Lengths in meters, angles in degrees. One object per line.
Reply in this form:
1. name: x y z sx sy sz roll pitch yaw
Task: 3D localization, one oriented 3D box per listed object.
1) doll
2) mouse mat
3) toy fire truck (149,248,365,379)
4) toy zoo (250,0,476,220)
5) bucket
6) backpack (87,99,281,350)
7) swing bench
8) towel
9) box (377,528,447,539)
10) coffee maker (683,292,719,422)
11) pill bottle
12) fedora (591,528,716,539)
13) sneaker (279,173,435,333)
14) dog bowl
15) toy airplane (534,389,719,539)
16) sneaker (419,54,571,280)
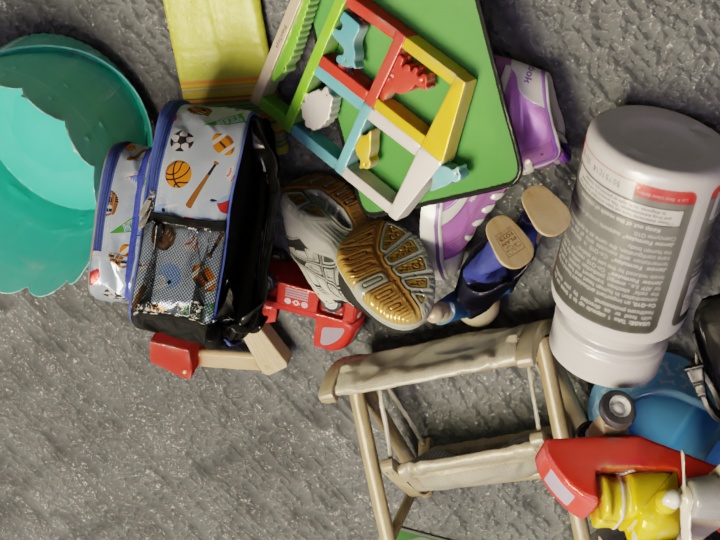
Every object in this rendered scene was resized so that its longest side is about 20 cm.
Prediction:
1. doll: 0.107 0.001 1.031 0.049 0.136 0.200 48 163 10
2. mouse mat: 0.038 -0.150 0.987 0.159 0.007 0.203 -10 98 37
3. toy fire truck: -0.095 0.049 1.178 0.197 0.049 0.143 15 124 8
4. toy zoo: 0.009 -0.133 0.996 0.199 0.020 0.132 39 123 19
5. bucket: -0.285 -0.099 1.098 0.204 0.135 0.210 9 124 13
6. backpack: -0.134 -0.041 1.032 0.152 0.200 0.194 15 88 -1
7. swing bench: 0.097 0.142 1.128 0.196 0.130 0.203 -11 111 24
8. towel: -0.116 -0.188 1.063 0.085 0.018 0.203 -2 119 13
9. box: 0.097 0.374 1.284 0.197 0.097 0.179 12 123 11
10. coffee maker: 0.364 0.052 0.943 0.198 0.192 0.136 -23 103 27
11. pill bottle: 0.214 -0.016 0.999 0.112 0.114 0.202 15 124 9
12. fedora: 0.273 0.293 1.180 0.196 0.091 0.179 8 124 5
13. sneaker: 0.000 0.000 1.063 0.075 0.200 0.089 -18 132 -22
14. dog bowl: 0.293 0.148 1.093 0.198 0.050 0.113 24 116 -5
15. toy airplane: 0.254 0.197 0.989 0.197 0.143 0.200 -7 138 37
16. sneaker: 0.110 -0.072 1.026 0.112 0.073 0.203 11 123 8
